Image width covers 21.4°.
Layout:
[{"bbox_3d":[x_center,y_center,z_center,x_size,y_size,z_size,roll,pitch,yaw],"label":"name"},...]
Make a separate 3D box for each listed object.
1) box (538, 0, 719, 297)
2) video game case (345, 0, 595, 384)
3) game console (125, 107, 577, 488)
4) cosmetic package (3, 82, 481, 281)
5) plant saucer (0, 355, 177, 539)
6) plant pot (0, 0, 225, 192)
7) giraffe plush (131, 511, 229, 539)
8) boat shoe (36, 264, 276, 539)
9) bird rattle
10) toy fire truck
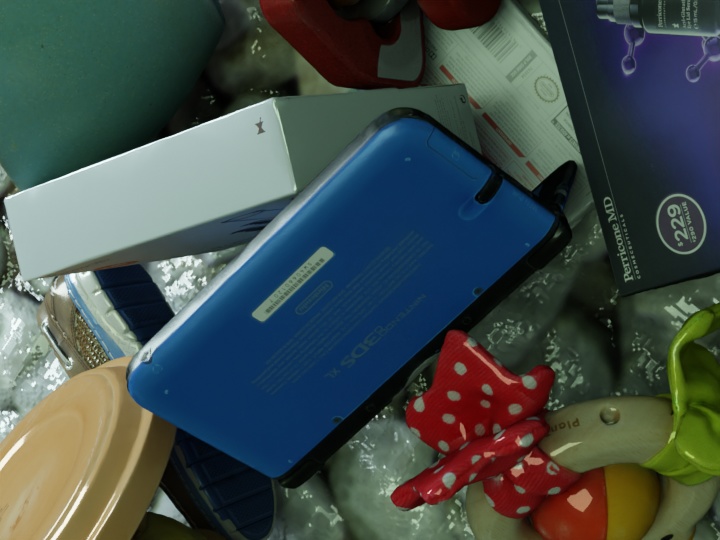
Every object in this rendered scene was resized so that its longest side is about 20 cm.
[{"bbox_3d":[0.173,-0.102,0.933,0.141,0.079,0.200,-20,84,49],"label":"box"},{"bbox_3d":[0.040,-0.049,1.049,0.200,0.018,0.143,-45,76,19],"label":"video game case"},{"bbox_3d":[0.000,0.000,0.949,0.200,0.171,0.118,-44,35,19],"label":"game console"},{"bbox_3d":[-0.061,-0.045,0.981,0.200,0.151,0.052,-16,85,40],"label":"cosmetic package"},{"bbox_3d":[-0.171,0.128,0.997,0.032,0.200,0.200,39,111,-22],"label":"plant saucer"},{"bbox_3d":[-0.153,-0.149,1.047,0.135,0.200,0.200,-24,83,2],"label":"plant pot"},{"bbox_3d":[-0.124,0.186,1.019,0.173,0.200,0.162,49,124,16],"label":"giraffe plush"},{"bbox_3d":[-0.120,0.083,1.102,0.072,0.072,0.200,-40,71,28],"label":"boat shoe"},{"bbox_3d":[0.112,0.102,0.931,0.200,0.163,0.113,-15,51,-13],"label":"bird rattle"},{"bbox_3d":[-0.015,-0.194,0.972,0.112,0.168,0.200,-2,89,35],"label":"toy fire truck"}]
